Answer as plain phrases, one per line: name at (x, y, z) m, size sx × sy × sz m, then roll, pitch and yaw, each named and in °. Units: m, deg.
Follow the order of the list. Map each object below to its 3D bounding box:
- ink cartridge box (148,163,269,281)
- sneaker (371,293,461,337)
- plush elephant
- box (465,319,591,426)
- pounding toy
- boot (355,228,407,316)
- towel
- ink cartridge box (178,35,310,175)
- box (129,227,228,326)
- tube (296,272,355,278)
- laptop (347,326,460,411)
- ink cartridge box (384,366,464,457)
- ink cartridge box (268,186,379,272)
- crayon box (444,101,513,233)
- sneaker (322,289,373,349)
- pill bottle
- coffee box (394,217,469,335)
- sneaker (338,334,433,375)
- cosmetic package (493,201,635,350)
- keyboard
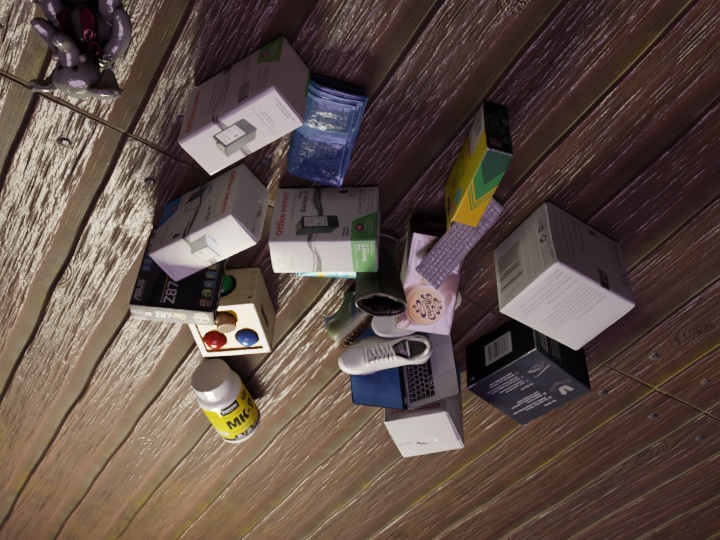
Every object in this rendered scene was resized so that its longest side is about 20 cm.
ink cartridge box at (-0.277, -0.088, 1.538) m, size 0.198 × 0.148 × 0.086 m, roll -24°, pitch 128°, yaw 25°
sneaker at (0.115, 0.100, 1.729) m, size 0.197 × 0.076 × 0.089 m, roll -18°, pitch 158°, yaw -13°
plush elephant at (-0.435, -0.338, 1.283) m, size 0.161 × 0.157 × 0.202 m, roll -1°, pitch 136°, yaw 5°
box at (0.365, 0.217, 1.831) m, size 0.199 × 0.119 × 0.196 m, roll 35°, pitch 128°, yaw -27°
pounding toy at (-0.290, 0.090, 1.724) m, size 0.180 × 0.144 × 0.202 m, roll -5°, pitch 136°, yaw 8°
boot at (-0.001, -0.002, 1.569) m, size 0.178 × 0.202 × 0.073 m, roll 3°, pitch 136°, yaw 0°
towel at (-0.062, -0.237, 1.443) m, size 0.109 × 0.049 × 0.202 m, roll 12°, pitch 135°, yaw -8°
ink cartridge box at (-0.186, -0.267, 1.349) m, size 0.198 × 0.147 × 0.084 m, roll -23°, pitch 132°, yaw 25°
box at (-0.343, 0.010, 1.604) m, size 0.158 × 0.202 × 0.050 m, roll 5°, pitch 138°, yaw 0°
tube at (-0.037, -0.012, 1.678) m, size 0.196 × 0.051 × 0.078 m, roll 3°, pitch 129°, yaw 8°
laptop at (0.088, 0.183, 1.748) m, size 0.197 × 0.190 × 0.116 m, roll -22°, pitch 145°, yaw 24°
ink cartridge box at (0.142, 0.282, 1.852) m, size 0.144 × 0.202 × 0.147 m, roll -12°, pitch 134°, yaw 15°
ink cartridge box at (-0.064, -0.076, 1.537) m, size 0.196 × 0.148 × 0.085 m, roll -1°, pitch 137°, yaw 4°
crayon box at (0.200, -0.170, 1.439) m, size 0.050 × 0.128 × 0.201 m, roll 13°, pitch 136°, yaw -10°
sneaker at (0.003, 0.065, 1.731) m, size 0.200 × 0.090 × 0.067 m, roll -43°, pitch 154°, yaw 5°
pill bottle at (-0.319, 0.307, 1.969) m, size 0.112 × 0.116 × 0.202 m, roll -9°, pitch 135°, yaw 13°
coffee box at (0.135, 0.012, 1.612) m, size 0.111 × 0.080 × 0.204 m, roll 8°, pitch 112°, yaw -4°
sneaker at (0.050, 0.166, 1.699) m, size 0.196 × 0.078 × 0.081 m, roll -12°, pitch 173°, yaw -1°
cosmetic package at (0.383, 0.013, 1.586) m, size 0.198 × 0.167 × 0.165 m, roll 25°, pitch 132°, yaw -22°
keyboard at (0.183, -0.058, 1.536) m, size 0.056 × 0.201 × 0.011 m, roll 41°, pitch 173°, yaw 0°
